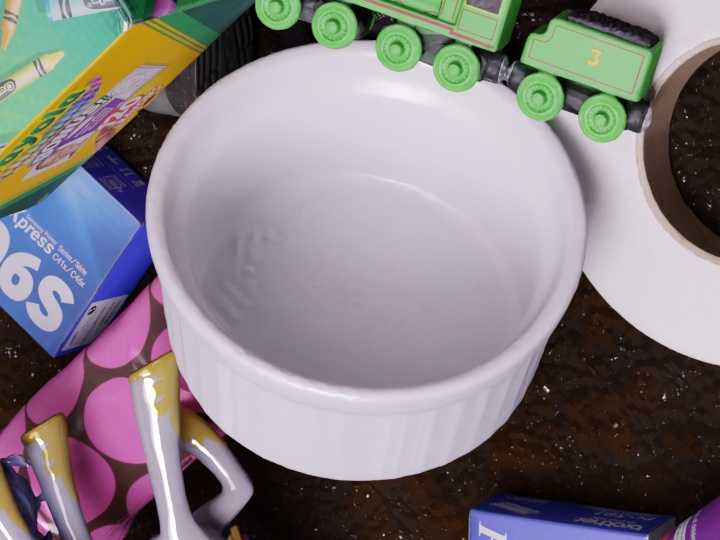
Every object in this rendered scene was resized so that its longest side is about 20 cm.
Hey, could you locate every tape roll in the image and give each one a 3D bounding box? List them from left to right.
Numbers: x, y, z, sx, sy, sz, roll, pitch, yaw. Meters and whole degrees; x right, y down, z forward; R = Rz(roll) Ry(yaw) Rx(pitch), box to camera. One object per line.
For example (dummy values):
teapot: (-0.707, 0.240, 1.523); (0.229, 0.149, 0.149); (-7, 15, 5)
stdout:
tape roll: (0.181, -0.057, 1.204); (0.202, 0.037, 0.204); (4, 99, 28)

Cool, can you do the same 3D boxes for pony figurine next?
pony figurine: (-0.112, 0.165, 1.262); (0.193, 0.167, 0.200); (-30, 93, -4)

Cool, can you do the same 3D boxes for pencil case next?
pencil case: (-0.100, 0.063, 1.343); (0.094, 0.091, 0.200); (48, 118, 1)

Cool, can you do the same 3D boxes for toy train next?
toy train: (0.043, -0.114, 1.202); (0.199, 0.042, 0.057); (21, 110, 11)

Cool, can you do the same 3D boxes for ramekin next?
ramekin: (0.000, 0.000, 1.219); (0.200, 0.200, 0.098); (36, 149, 18)

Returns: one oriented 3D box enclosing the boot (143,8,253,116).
boot: (-0.119, -0.174, 1.329); (0.130, 0.068, 0.201); (11, 102, 31)

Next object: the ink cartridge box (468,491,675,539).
ink cartridge box: (0.100, 0.214, 1.283); (0.094, 0.044, 0.201); (5, 100, 25)

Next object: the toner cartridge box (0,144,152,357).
toner cartridge box: (-0.196, -0.056, 1.397); (0.200, 0.043, 0.095); (42, 113, 16)

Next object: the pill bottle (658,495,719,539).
pill bottle: (0.222, 0.123, 1.166); (0.200, 0.112, 0.113); (-41, 79, 27)

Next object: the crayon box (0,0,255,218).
crayon box: (-0.149, -0.094, 1.261); (0.200, 0.119, 0.058); (-39, 82, 34)

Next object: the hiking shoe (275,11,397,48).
hiking shoe: (0.036, -0.149, 1.255); (0.200, 0.076, 0.101); (-11, 104, 35)
